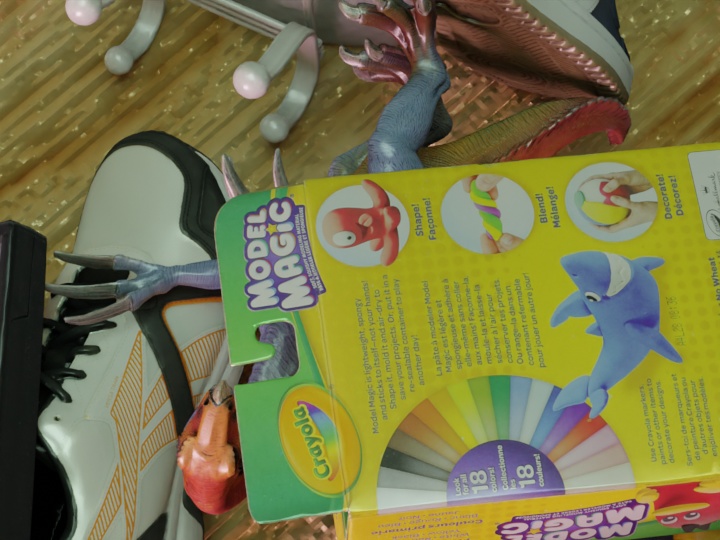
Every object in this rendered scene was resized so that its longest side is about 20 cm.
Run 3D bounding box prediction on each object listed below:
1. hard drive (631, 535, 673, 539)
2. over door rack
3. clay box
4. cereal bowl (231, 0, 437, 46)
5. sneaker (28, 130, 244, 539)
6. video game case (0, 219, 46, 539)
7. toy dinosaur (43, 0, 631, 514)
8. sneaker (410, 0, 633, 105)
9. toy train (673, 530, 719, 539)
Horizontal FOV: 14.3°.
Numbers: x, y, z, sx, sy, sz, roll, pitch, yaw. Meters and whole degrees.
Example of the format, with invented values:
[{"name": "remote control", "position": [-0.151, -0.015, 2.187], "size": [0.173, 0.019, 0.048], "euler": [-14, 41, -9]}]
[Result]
[{"name": "hard drive", "position": [0.133, 0.026, 1.003], "size": [0.199, 0.033, 0.140], "euler": [-16, 48, -9]}, {"name": "over door rack", "position": [-0.085, -0.128, 1.007], "size": [0.147, 0.200, 0.067], "euler": [24, 62, 10]}, {"name": "clay box", "position": [0.059, 0.025, 0.880], "size": [0.199, 0.048, 0.115], "euler": [-5, 63, -5]}, {"name": "cereal bowl", "position": [0.005, -0.190, 1.089], "size": [0.199, 0.083, 0.201], "euler": [-1, 72, 2]}, {"name": "sneaker", "position": [-0.089, 0.040, 1.004], "size": [0.074, 0.080, 0.201], "euler": [-10, 64, 36]}, {"name": "video game case", "position": [-0.191, 0.093, 0.985], "size": [0.180, 0.025, 0.201], "euler": [-10, 68, 30]}, {"name": "toy dinosaur", "position": [0.000, 0.000, 0.961], "size": [0.199, 0.105, 0.182], "euler": [12, 74, -11]}, {"name": "sneaker", "position": [0.058, -0.134, 1.004], "size": [0.070, 0.200, 0.109], "euler": [12, 78, 30]}, {"name": "toy train", "position": [0.101, 0.058, 0.918], "size": [0.200, 0.056, 0.150], "euler": [35, 69, 14]}]
